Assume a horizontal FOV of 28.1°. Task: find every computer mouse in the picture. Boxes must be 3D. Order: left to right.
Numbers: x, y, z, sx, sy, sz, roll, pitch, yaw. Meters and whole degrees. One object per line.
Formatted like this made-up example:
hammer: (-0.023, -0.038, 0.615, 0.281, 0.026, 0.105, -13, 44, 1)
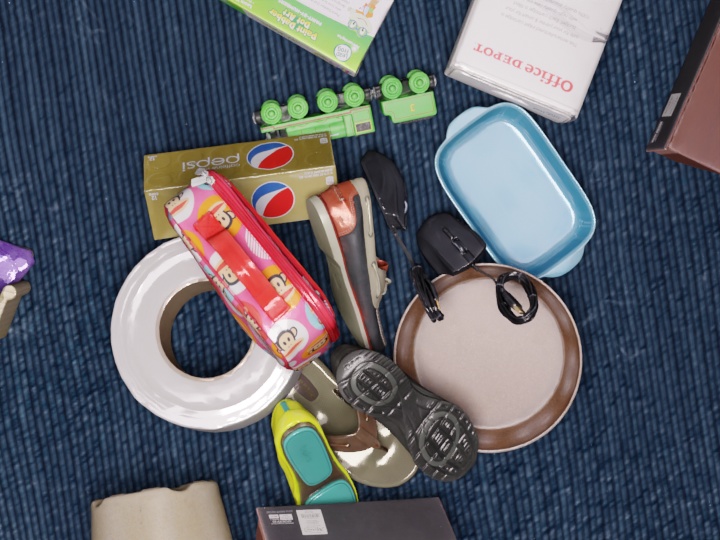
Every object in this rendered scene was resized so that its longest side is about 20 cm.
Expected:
computer mouse: (0.049, -0.039, 1.480, 0.034, 0.059, 0.202, -23, 71, 1)
computer mouse: (0.116, -0.007, 1.462, 0.058, 0.200, 0.034, -37, 131, -10)

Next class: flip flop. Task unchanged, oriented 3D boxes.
flip flop: (-0.022, 0.156, 1.517, 0.200, 0.058, 0.081, 45, 89, -3)

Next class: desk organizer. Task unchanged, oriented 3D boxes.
desk organizer: (-0.008, 0.291, 1.474, 0.198, 0.072, 0.078, 0, 124, -19)
desk organizer: (0.383, -0.204, 1.515, 0.076, 0.072, 0.202, 23, 91, -5)

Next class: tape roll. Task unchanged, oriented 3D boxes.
tape roll: (-0.153, 0.064, 1.483, 0.200, 0.071, 0.205, -1, 81, 3)

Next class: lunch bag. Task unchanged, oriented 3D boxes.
lunch bag: (-0.105, 0.001, 1.365, 0.082, 0.176, 0.200, -39, 82, -4)

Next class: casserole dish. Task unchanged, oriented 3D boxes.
casserole dish: (0.162, -0.083, 1.526, 0.121, 0.039, 0.201, -36, 94, -1)

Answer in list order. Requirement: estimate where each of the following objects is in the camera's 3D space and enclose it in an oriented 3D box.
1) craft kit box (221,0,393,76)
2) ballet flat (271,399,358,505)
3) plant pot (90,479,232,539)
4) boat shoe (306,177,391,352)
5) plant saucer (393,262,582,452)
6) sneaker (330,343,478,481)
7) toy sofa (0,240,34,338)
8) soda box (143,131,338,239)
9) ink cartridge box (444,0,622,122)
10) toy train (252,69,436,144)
craft kit box: (-0.044, -0.339, 1.506, 0.199, 0.049, 0.199, 29, 88, -3)
ballet flat: (-0.049, 0.212, 1.505, 0.066, 0.067, 0.201, -26, 128, -10)
plant pot: (-0.196, 0.315, 1.464, 0.198, 0.201, 0.186, -9, 81, -2)
boat shoe: (0.000, 0.000, 1.485, 0.062, 0.071, 0.202, -25, 119, -16)
plant saucer: (0.134, 0.090, 1.518, 0.198, 0.034, 0.203, 1, 99, 8)
sneaker: (0.046, 0.139, 1.487, 0.076, 0.091, 0.200, -45, 112, -2)
toy sofa: (-0.442, -0.008, 1.481, 0.198, 0.083, 0.098, 24, 92, -3)
soda box: (-0.123, -0.088, 1.489, 0.197, 0.068, 0.065, -8, 128, -2)
ink cartridge box: (0.189, -0.272, 1.497, 0.144, 0.085, 0.202, 22, 89, -3)
toy train: (-0.014, -0.167, 1.516, 0.198, 0.042, 0.057, -12, 103, -2)
